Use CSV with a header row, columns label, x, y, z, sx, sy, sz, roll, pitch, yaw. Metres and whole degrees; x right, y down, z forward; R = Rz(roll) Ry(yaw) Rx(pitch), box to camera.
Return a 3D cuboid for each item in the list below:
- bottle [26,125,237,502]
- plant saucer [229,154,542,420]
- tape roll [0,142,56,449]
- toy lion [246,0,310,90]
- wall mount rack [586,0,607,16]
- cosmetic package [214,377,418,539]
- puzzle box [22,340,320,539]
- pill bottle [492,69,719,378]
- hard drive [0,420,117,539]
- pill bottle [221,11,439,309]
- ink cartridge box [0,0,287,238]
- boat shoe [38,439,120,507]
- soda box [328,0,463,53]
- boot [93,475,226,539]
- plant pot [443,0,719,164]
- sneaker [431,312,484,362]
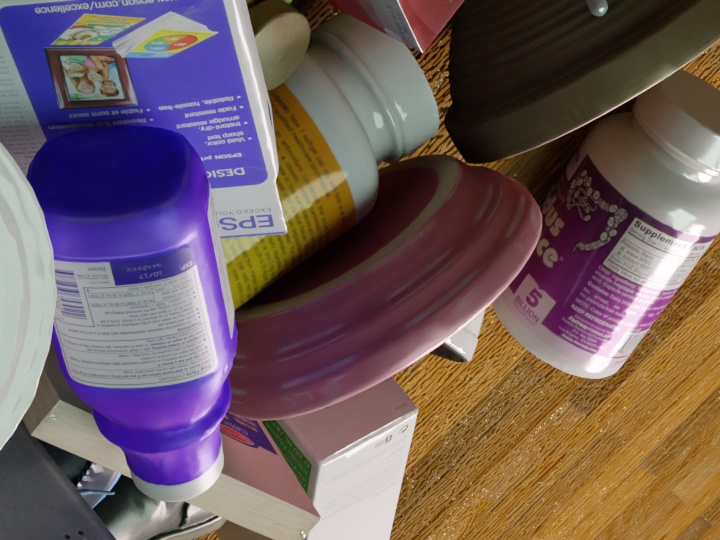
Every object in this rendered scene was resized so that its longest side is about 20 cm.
label,x,y,z,sx,sy,sz,roll,pitch,yaw
bottle,-0.098,0.025,0.990,0.083,0.066,0.201,-3,136,5
plant saucer,0.000,0.000,1.167,0.200,0.200,0.051,-36,110,-12
tape roll,-0.225,0.014,0.875,0.201,0.071,0.204,-13,114,-32
toy lion,-0.048,-0.190,1.019,0.193,0.069,0.199,-57,150,12
wall mount rack,0.095,-0.231,1.080,0.200,0.074,0.175,19,89,-60
cosmetic package,-0.033,0.131,1.434,0.084,0.108,0.201,-26,147,-28
puzzle box,-0.116,0.068,1.148,0.025,0.133,0.199,-48,134,12
pill bottle,0.180,-0.034,1.478,0.112,0.112,0.201,-4,134,-50
hard drive,-0.219,0.094,1.030,0.139,0.200,0.033,-14,140,-44
pill bottle,-0.060,-0.050,1.133,0.199,0.111,0.111,-35,152,-14
ink cartridge box,-0.139,-0.075,0.961,0.196,0.044,0.201,-4,148,3
boat shoe,-0.193,0.129,1.240,0.201,0.084,0.069,-56,161,19
soda box,-0.002,-0.188,0.975,0.070,0.063,0.200,-51,147,-14
boot,-0.126,0.092,1.296,0.181,0.073,0.201,-24,150,-36
plant pot,0.119,-0.151,1.209,0.200,0.093,0.201,-31,-169,7
sneaker,0.028,-0.013,1.374,0.200,0.072,0.085,41,69,-59
